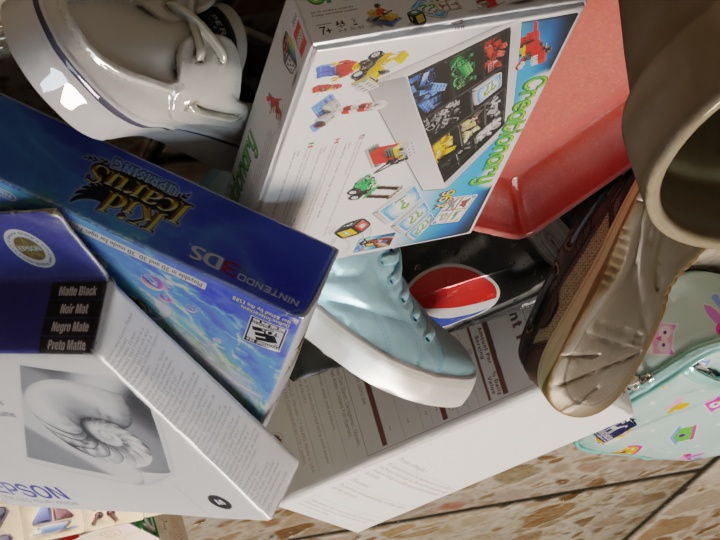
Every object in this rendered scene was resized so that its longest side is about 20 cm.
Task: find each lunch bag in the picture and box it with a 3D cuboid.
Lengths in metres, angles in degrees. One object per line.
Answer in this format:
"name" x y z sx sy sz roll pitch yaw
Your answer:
"lunch bag" 0.235 0.068 1.653 0.160 0.077 0.200 -33 153 34

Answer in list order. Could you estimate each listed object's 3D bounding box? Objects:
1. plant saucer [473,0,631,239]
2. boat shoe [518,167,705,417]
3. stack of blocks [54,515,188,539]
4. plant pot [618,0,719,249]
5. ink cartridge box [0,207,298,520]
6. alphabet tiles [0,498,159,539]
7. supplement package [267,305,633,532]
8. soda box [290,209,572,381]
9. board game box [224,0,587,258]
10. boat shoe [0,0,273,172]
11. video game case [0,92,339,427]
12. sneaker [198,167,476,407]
"plant saucer" 0.081 -0.091 1.156 0.199 0.037 0.200 11 143 -45
"boat shoe" 0.141 -0.022 1.267 0.073 0.065 0.200 26 98 -41
"stack of blocks" -0.171 0.106 1.395 0.058 0.116 0.200 -21 157 9
"plant pot" 0.184 -0.132 1.006 0.199 0.174 0.200 -16 157 -7
"ink cartridge box" -0.160 0.050 1.150 0.199 0.041 0.200 -2 141 41
"alphabet tiles" -0.188 0.078 1.268 0.199 0.008 0.168 -12 122 -12
"supplement package" 0.043 0.063 1.447 0.199 0.118 0.117 -24 156 18
"soda box" 0.042 -0.006 1.344 0.199 0.071 0.063 -18 154 0
"board game box" 0.013 -0.067 1.073 0.126 0.035 0.200 -11 155 -19
"boat shoe" -0.080 -0.092 1.056 0.066 0.072 0.200 -32 154 20
"video game case" -0.123 0.004 1.136 0.199 0.046 0.181 25 153 1
"sneaker" 0.000 0.000 1.248 0.200 0.074 0.082 34 105 -30
